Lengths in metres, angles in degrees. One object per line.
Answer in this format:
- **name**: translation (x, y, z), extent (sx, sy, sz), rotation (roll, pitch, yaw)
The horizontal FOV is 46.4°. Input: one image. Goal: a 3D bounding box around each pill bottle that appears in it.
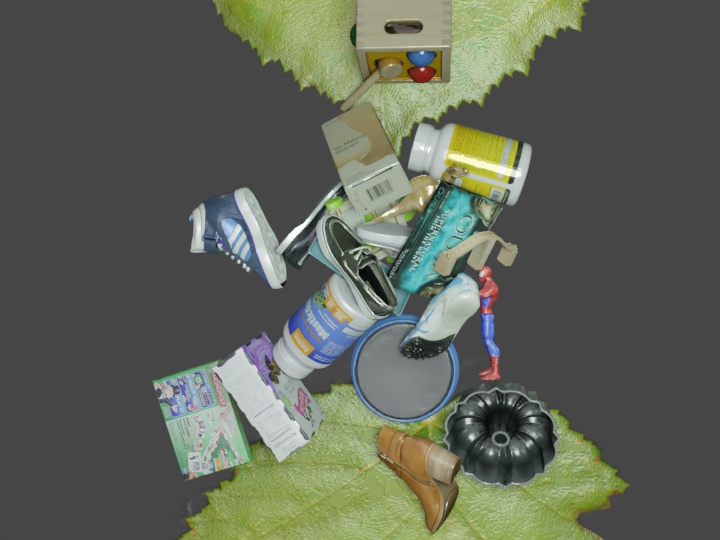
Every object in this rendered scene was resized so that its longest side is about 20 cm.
- **pill bottle**: translation (-0.066, 0.103, 1.489), extent (0.112, 0.112, 0.200), rotation (46, 116, 1)
- **pill bottle**: translation (0.189, -0.192, 1.466), extent (0.199, 0.112, 0.113), rotation (16, 95, 4)

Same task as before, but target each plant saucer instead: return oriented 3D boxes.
- **plant saucer**: translation (0.000, 0.000, 1.453), extent (0.200, 0.019, 0.070), rotation (36, 59, -16)

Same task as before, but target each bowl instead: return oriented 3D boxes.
- **bowl**: translation (0.080, 0.182, 1.535), extent (0.200, 0.039, 0.201), rotation (0, 93, 6)

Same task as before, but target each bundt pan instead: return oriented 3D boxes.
- **bundt pan**: translation (0.249, 0.279, 1.487), extent (0.201, 0.076, 0.203), rotation (4, 112, 10)

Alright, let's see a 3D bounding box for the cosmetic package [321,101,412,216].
- **cosmetic package**: translation (0.008, -0.195, 1.443), extent (0.105, 0.200, 0.071), rotation (-27, 133, 5)

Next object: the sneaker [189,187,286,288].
- **sneaker**: translation (-0.234, -0.040, 1.539), extent (0.146, 0.081, 0.201), rotation (-22, 96, 16)

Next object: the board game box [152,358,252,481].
- **board game box**: translation (-0.297, 0.281, 1.581), extent (0.134, 0.029, 0.201), rotation (-17, 91, 5)

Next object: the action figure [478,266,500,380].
- **action figure**: translation (0.201, 0.092, 1.504), extent (0.099, 0.065, 0.201), rotation (1, 94, -1)

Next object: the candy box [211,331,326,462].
- **candy box**: translation (-0.158, 0.220, 1.494), extent (0.071, 0.168, 0.200), rotation (-36, 90, 9)

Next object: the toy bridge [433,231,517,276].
- **toy bridge**: translation (0.209, -0.034, 1.440), extent (0.027, 0.200, 0.067), rotation (41, 123, 34)

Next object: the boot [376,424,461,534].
- **boot**: translation (0.096, 0.378, 1.523), extent (0.155, 0.077, 0.200), rotation (21, 133, 24)

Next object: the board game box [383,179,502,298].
- **board game box**: translation (0.142, -0.046, 1.431), extent (0.135, 0.028, 0.200), rotation (15, 113, -37)

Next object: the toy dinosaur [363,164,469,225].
- **toy dinosaur**: translation (0.108, -0.117, 1.446), extent (0.200, 0.058, 0.101), rotation (-30, 124, 17)

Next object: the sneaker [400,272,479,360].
- **sneaker**: translation (0.138, 0.085, 1.456), extent (0.072, 0.073, 0.200), rotation (26, 126, -20)

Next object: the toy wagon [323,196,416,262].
- **toy wagon**: translation (0.026, -0.083, 1.501), extent (0.200, 0.040, 0.156), rotation (-29, 113, -17)

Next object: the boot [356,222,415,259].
- **boot**: translation (0.081, -0.025, 1.479), extent (0.199, 0.074, 0.096), rotation (8, 111, -16)

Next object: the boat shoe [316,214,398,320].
- **boat shoe**: translation (0.000, -0.014, 1.407), extent (0.071, 0.064, 0.200), rotation (-31, 86, -35)

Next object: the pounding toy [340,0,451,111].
- **pounding toy**: translation (0.056, -0.373, 1.447), extent (0.199, 0.184, 0.143), rotation (0, 81, 5)

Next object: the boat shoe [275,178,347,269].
- **boat shoe**: translation (-0.068, -0.090, 1.520), extent (0.060, 0.076, 0.200), rotation (42, 99, -6)
